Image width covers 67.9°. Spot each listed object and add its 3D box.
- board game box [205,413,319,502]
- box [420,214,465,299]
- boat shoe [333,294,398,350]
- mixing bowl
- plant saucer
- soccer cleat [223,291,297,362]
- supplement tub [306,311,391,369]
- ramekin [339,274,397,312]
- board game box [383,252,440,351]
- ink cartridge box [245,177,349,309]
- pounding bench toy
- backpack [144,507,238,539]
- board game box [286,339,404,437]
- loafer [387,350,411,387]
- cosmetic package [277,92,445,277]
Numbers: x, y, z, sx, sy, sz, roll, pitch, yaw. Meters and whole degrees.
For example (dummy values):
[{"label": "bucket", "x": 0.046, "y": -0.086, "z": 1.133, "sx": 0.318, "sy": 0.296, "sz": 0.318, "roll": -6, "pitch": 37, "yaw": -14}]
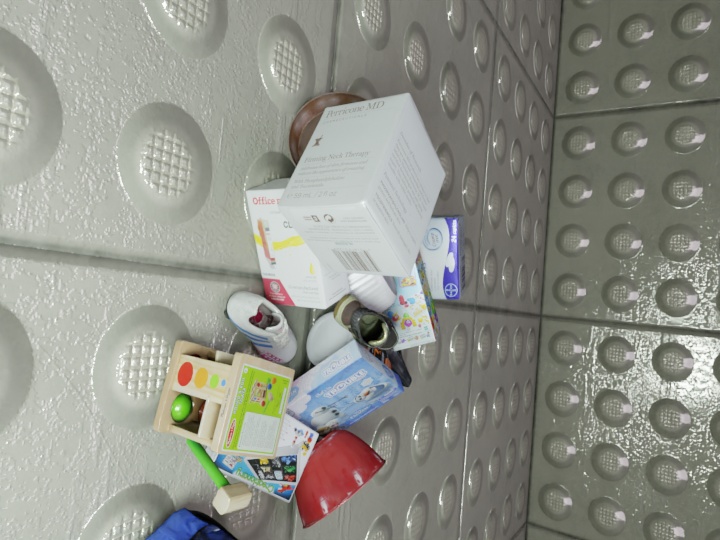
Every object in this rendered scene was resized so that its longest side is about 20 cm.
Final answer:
[{"label": "board game box", "x": -0.165, "y": 0.301, "z": 0.917, "sx": 0.200, "sy": 0.034, "sz": 0.129, "roll": 45, "pitch": 62, "yaw": -39}, {"label": "box", "x": 0.148, "y": -0.034, "z": 1.273, "sx": 0.105, "sy": 0.192, "sz": 0.192, "roll": -27, "pitch": 115, "yaw": -67}, {"label": "boat shoe", "x": 0.022, "y": 0.111, "z": 0.974, "sx": 0.072, "sy": 0.066, "sz": 0.200, "roll": -51, "pitch": 141, "yaw": -2}, {"label": "mixing bowl", "x": -0.057, "y": 0.381, "z": 1.031, "sx": 0.110, "sy": 0.200, "sz": 0.198, "roll": 54, "pitch": 33, "yaw": 10}, {"label": "plant saucer", "x": -0.039, "y": -0.237, "z": 1.001, "sx": 0.035, "sy": 0.193, "sz": 0.207, "roll": 97, "pitch": 8, "yaw": -72}, {"label": "soccer cleat", "x": -0.152, "y": 0.107, "z": 0.916, "sx": 0.201, "sy": 0.084, "sz": 0.072, "roll": 52, "pitch": 51, "yaw": -47}, {"label": "supplement tub", "x": -0.017, "y": 0.178, "z": 1.108, "sx": 0.200, "sy": 0.119, "sz": 0.127, "roll": 46, "pitch": 55, "yaw": -50}, {"label": "ramekin", "x": 0.000, "y": 0.000, "z": 1.056, "sx": 0.207, "sy": 0.092, "sz": 0.204, "roll": 61, "pitch": 10, "yaw": -19}, {"label": "board game box", "x": 0.101, "y": 0.056, "z": 1.193, "sx": 0.103, "sy": 0.101, "sz": 0.208, "roll": -37, "pitch": 112, "yaw": -72}, {"label": "ink cartridge box", "x": -0.107, "y": -0.049, "z": 0.922, "sx": 0.083, "sy": 0.141, "sz": 0.208, "roll": -29, "pitch": 116, "yaw": -51}, {"label": "pounding bench toy", "x": -0.209, "y": 0.221, "z": 0.768, "sx": 0.123, "sy": 0.151, "sz": 0.208, "roll": 32, "pitch": 66, "yaw": -54}, {"label": "backpack", "x": -0.229, "y": 0.431, "z": 0.718, "sx": 0.166, "sy": 0.195, "sz": 0.169, "roll": -28, "pitch": 119, "yaw": -42}, {"label": "board game box", "x": -0.038, "y": 0.238, "z": 1.029, "sx": 0.199, "sy": 0.197, "sz": 0.044, "roll": 44, "pitch": 15, "yaw": -48}, {"label": "loafer", "x": 0.083, "y": 0.221, "z": 1.321, "sx": 0.072, "sy": 0.066, "sz": 0.202, "roll": -57, "pitch": 135, "yaw": -24}, {"label": "cosmetic package", "x": 0.009, "y": -0.124, "z": 0.816, "sx": 0.167, "sy": 0.162, "sz": 0.205, "roll": 51, "pitch": 52, "yaw": -44}]
